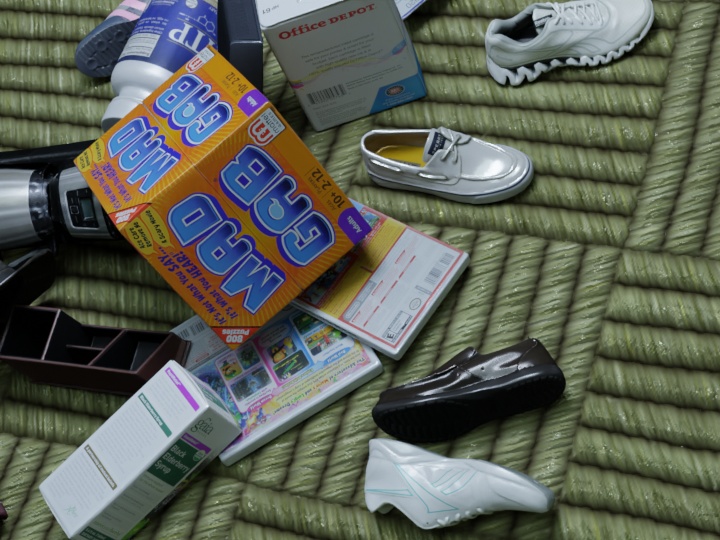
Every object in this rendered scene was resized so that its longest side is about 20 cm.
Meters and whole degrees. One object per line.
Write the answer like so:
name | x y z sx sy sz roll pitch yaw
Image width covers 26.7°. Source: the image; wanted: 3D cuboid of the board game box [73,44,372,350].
board game box | -0.150 -0.082 1.630 0.200 0.200 0.200 -41 34 -2

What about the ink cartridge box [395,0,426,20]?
ink cartridge box | 0.068 -0.410 1.888 0.196 0.043 0.200 -39 58 -8

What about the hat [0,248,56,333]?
hat | -0.439 0.031 1.712 0.081 0.201 0.201 43 80 7

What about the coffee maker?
coffee maker | -0.366 -0.098 1.788 0.200 0.135 0.192 -6 42 6

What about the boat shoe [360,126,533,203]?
boat shoe | 0.093 -0.126 1.694 0.200 0.070 0.071 10 64 24

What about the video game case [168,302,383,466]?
video game case | -0.100 0.092 1.662 0.200 0.024 0.182 -31 56 -2

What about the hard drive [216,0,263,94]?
hard drive | -0.139 -0.237 1.760 0.042 0.200 0.135 -6 56 -9

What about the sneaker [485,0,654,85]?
sneaker | 0.237 -0.275 1.728 0.200 0.081 0.075 -18 55 7

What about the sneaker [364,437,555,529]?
sneaker | 0.095 0.222 1.500 0.200 0.070 0.080 8 79 26

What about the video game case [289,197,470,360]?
video game case | 0.000 0.000 1.662 0.200 0.017 0.143 27 68 27

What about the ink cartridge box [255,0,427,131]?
ink cartridge box | -0.022 -0.267 1.738 0.144 0.200 0.085 -17 57 8

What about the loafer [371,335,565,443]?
loafer | 0.108 0.120 1.553 0.200 0.073 0.071 -13 48 5

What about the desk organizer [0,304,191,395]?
desk organizer | -0.298 0.089 1.682 0.200 0.077 0.072 4 68 28

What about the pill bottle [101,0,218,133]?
pill bottle | -0.234 -0.242 1.845 0.120 0.120 0.200 11 66 24

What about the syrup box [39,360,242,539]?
syrup box | -0.230 0.197 1.594 0.200 0.079 0.081 -43 56 1

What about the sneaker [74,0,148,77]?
sneaker | -0.286 -0.323 1.953 0.200 0.070 0.082 -34 38 -5

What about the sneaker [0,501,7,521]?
sneaker | -0.468 0.301 1.635 0.200 0.076 0.116 -40 59 -7
